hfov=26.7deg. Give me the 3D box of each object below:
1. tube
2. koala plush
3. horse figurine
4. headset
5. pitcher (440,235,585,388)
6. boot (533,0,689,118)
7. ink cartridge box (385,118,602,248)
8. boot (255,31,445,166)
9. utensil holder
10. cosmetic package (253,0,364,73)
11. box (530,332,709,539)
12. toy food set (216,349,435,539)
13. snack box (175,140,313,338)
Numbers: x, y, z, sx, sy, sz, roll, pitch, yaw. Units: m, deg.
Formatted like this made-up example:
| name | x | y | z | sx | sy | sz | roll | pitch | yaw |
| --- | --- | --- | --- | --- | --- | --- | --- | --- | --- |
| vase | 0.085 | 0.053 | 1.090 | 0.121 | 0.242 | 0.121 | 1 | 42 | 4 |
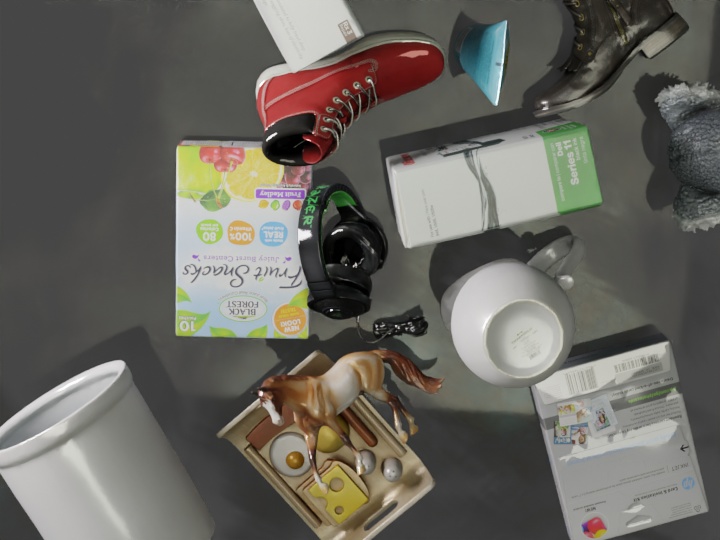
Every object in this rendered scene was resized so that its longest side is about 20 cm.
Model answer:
| name | x | y | z | sx | sy | sz | roll | pitch | yaw |
| --- | --- | --- | --- | --- | --- | --- | --- | --- | --- |
| tube | 0.125 | -0.211 | 1.486 | 0.050 | 0.200 | 0.078 | 0 | 102 | -2 |
| koala plush | 0.405 | -0.130 | 1.538 | 0.199 | 0.184 | 0.178 | -6 | 101 | 11 |
| horse figurine | -0.009 | 0.137 | 1.574 | 0.200 | 0.050 | 0.133 | -30 | 90 | -30 |
| headset | 0.000 | 0.000 | 1.566 | 0.093 | 0.124 | 0.200 | -4 | 133 | 24 |
| pitcher | 0.168 | 0.031 | 1.535 | 0.171 | 0.200 | 0.121 | -40 | 100 | 4 |
| boot | 0.222 | -0.271 | 1.554 | 0.200 | 0.069 | 0.174 | -36 | 95 | 1 |
| ink cartridge box | 0.130 | -0.091 | 1.536 | 0.199 | 0.147 | 0.084 | -13 | 100 | -1 |
| boot | -0.004 | -0.164 | 1.512 | 0.199 | 0.145 | 0.073 | -15 | 127 | 3 |
| utensil holder | -0.265 | 0.222 | 1.571 | 0.169 | 0.170 | 0.201 | -30 | 102 | 4 |
| cosmetic package | -0.059 | -0.264 | 1.468 | 0.081 | 0.200 | 0.113 | -28 | 101 | 4 |
| box | 0.281 | 0.185 | 1.648 | 0.155 | 0.041 | 0.201 | -16 | 100 | 1 |
| toy food set | -0.036 | 0.202 | 1.629 | 0.143 | 0.060 | 0.200 | -40 | 99 | 5 |
| snack box | -0.121 | -0.033 | 1.585 | 0.141 | 0.053 | 0.201 | 2 | 101 | -2 |
